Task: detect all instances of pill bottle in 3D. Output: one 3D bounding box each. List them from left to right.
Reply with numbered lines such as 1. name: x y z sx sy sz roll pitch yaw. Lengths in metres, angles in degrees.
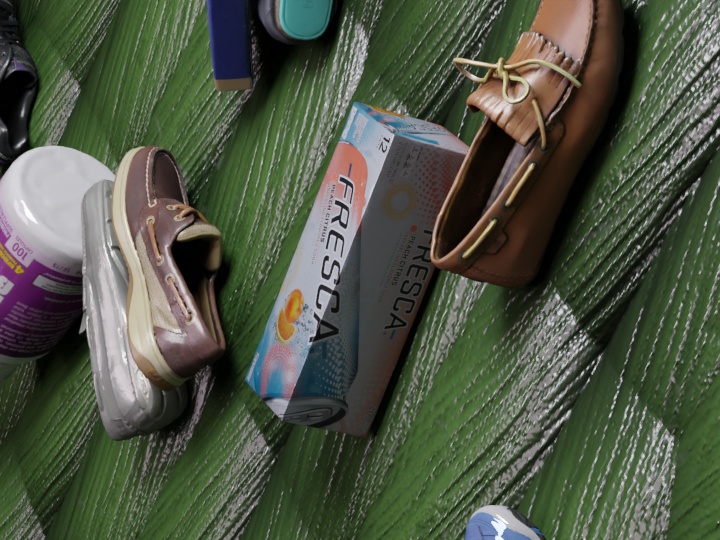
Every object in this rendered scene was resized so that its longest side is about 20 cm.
1. pill bottle: -0.265 0.003 2.023 0.200 0.112 0.112 -50 41 39

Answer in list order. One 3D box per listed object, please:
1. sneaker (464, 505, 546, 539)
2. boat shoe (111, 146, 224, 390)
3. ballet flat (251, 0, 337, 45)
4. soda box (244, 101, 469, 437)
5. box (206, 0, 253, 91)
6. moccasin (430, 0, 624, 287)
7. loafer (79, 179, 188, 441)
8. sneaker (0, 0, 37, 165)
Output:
1. sneaker: 0.066 0.226 1.429 0.076 0.077 0.200 -25 57 55
2. boat shoe: -0.128 -0.012 1.845 0.072 0.072 0.200 -26 48 23
3. ballet flat: -0.035 -0.255 1.775 0.073 0.073 0.200 29 108 58
4. soda box: 0.000 0.000 1.623 0.064 0.068 0.200 42 114 56
5. box: -0.094 -0.237 1.797 0.200 0.032 0.121 92 174 -50
6. moccasin: 0.092 -0.090 1.494 0.074 0.078 0.202 50 122 53
7. loafer: -0.180 0.028 1.898 0.070 0.070 0.200 -29 59 31
8. sneaker: -0.306 -0.183 2.215 0.088 0.076 0.200 -12 73 41
